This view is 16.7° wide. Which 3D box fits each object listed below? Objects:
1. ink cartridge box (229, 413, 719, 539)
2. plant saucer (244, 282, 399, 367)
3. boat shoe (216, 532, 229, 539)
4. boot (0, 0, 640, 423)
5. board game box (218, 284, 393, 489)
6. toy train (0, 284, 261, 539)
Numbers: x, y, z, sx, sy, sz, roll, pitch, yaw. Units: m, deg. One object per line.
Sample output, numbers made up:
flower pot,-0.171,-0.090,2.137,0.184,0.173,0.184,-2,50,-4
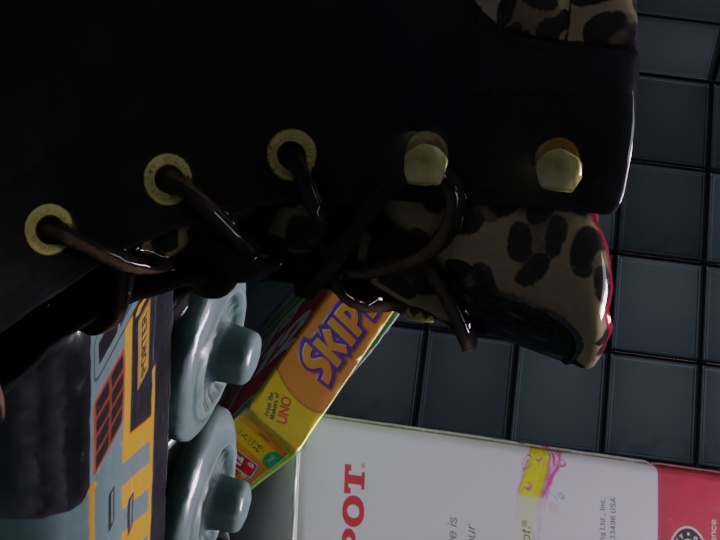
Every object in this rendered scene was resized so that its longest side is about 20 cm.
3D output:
ink cartridge box,0.039,0.138,0.895,0.083,0.199,0.147,-17,-114,57
plant saucer,-0.036,-0.011,0.983,0.201,0.039,0.201,-40,-153,24
boat shoe,-0.077,0.090,0.704,0.202,0.074,0.065,-99,-165,-64
boot,-0.033,-0.005,0.404,0.073,0.150,0.201,95,3,-57
board game box,0.000,0.000,0.830,0.200,0.030,0.096,-52,-174,-35
toy train,-0.073,0.032,0.550,0.114,0.085,0.201,-64,167,-45
